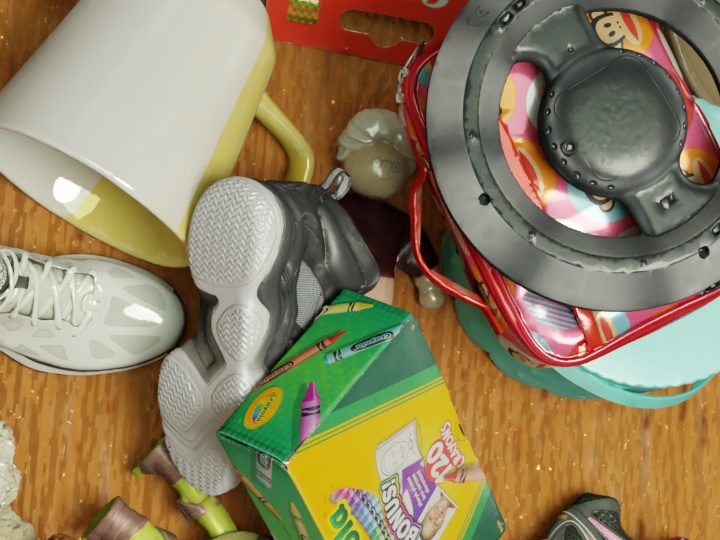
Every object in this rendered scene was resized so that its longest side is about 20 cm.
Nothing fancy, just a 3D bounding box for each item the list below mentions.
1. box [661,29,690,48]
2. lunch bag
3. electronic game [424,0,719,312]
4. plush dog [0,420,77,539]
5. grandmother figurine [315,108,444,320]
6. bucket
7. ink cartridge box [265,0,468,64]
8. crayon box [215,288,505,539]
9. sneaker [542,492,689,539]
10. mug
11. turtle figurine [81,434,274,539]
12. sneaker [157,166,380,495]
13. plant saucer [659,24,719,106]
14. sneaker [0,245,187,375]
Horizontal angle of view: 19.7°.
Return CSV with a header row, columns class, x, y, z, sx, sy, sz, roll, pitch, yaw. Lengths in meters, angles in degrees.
class,x,y,z,sx,sy,sz,roll,pitch,yaw
box,0.175,-0.207,1.299,0.117,0.048,0.201,2,83,-35
lunch bag,0.106,-0.050,1.152,0.176,0.082,0.201,-26,90,-7
electronic game,0.133,-0.078,1.093,0.199,0.042,0.201,0,84,-3
plush dog,-0.253,0.145,1.197,0.199,0.161,0.172,-15,106,16
grandmother figurine,0.000,0.000,1.273,0.121,0.060,0.201,11,88,-34
bucket,0.158,-0.015,1.265,0.206,0.135,0.208,0,87,-9
ink cartridge box,0.035,-0.203,1.237,0.162,0.050,0.201,9,121,-11
crayon box,0.005,0.124,1.202,0.119,0.058,0.200,-48,136,-25
sneaker,0.197,0.213,1.296,0.200,0.080,0.086,40,71,-13
mug,-0.121,-0.097,1.232,0.149,0.187,0.154,22,73,23
turtle figurine,-0.086,0.186,1.245,0.161,0.064,0.200,40,81,-7
sneaker,-0.048,0.034,1.203,0.114,0.075,0.201,-16,126,-44
plant saucer,0.255,-0.171,1.309,0.199,0.029,0.201,4,83,-36
sneaker,-0.196,0.019,1.205,0.200,0.115,0.076,10,86,-11
